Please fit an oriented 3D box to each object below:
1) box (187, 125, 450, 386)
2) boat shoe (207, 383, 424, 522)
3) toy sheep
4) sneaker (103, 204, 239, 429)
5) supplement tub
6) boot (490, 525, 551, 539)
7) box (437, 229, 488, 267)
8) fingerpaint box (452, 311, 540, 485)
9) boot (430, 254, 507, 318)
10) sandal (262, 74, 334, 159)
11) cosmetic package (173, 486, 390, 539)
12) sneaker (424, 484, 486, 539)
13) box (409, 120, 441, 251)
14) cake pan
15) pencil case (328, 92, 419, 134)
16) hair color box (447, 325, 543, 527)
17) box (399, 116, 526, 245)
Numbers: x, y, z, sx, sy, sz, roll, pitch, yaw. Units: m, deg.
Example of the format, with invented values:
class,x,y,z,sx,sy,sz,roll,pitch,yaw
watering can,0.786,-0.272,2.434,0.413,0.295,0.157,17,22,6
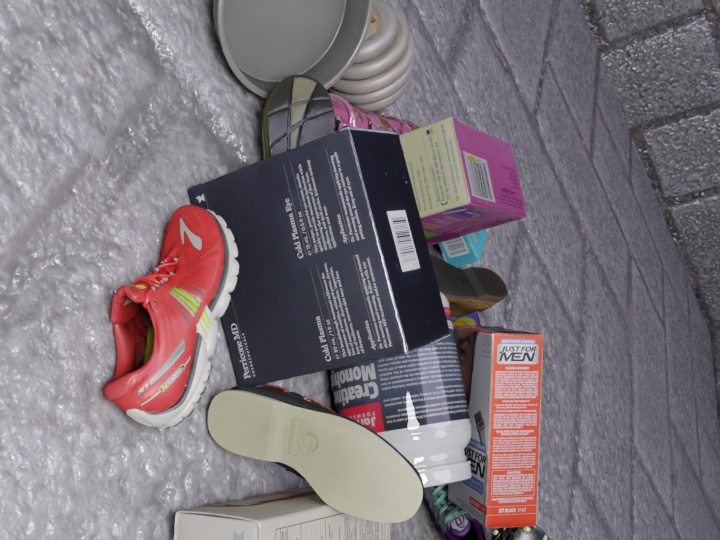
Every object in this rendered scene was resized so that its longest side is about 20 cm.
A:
class,x,y,z,sx,sy,sz,roll,pitch,yaw
box,-0.038,-0.009,0.784,0.104,0.182,0.201,-11,87,-62
boat shoe,-0.032,0.149,0.718,0.063,0.201,0.074,2,105,-66
toy sheep,0.007,-0.269,1.050,0.200,0.138,0.138,60,28,-56
sneaker,-0.155,0.023,0.677,0.085,0.077,0.200,36,46,-41
supplement tub,0.040,0.128,0.898,0.140,0.140,0.201,12,66,-58
boot,0.124,0.323,0.932,0.154,0.073,0.204,-49,119,-9
box,0.155,-0.093,1.237,0.082,0.049,0.200,61,31,-25
fingerpaint box,0.158,0.170,1.098,0.200,0.073,0.167,-84,151,-71
boot,0.107,0.029,1.146,0.200,0.075,0.074,14,45,-37
sandal,-0.076,-0.109,0.901,0.080,0.057,0.202,5,88,-28
cosmetic package,-0.059,0.243,0.711,0.200,0.087,0.104,16,74,-58
sneaker,0.106,0.257,0.992,0.200,0.074,0.088,63,-1,-19
box,0.107,-0.110,1.246,0.200,0.032,0.121,48,38,-41
cake pan,-0.072,-0.281,0.897,0.200,0.037,0.201,-23,129,-32
pencil case,0.005,-0.160,1.032,0.200,0.086,0.083,4,70,-57
hair color box,0.144,0.164,0.917,0.064,0.111,0.201,3,89,-15
box,0.063,-0.087,0.981,0.176,0.200,0.097,4,73,-60
